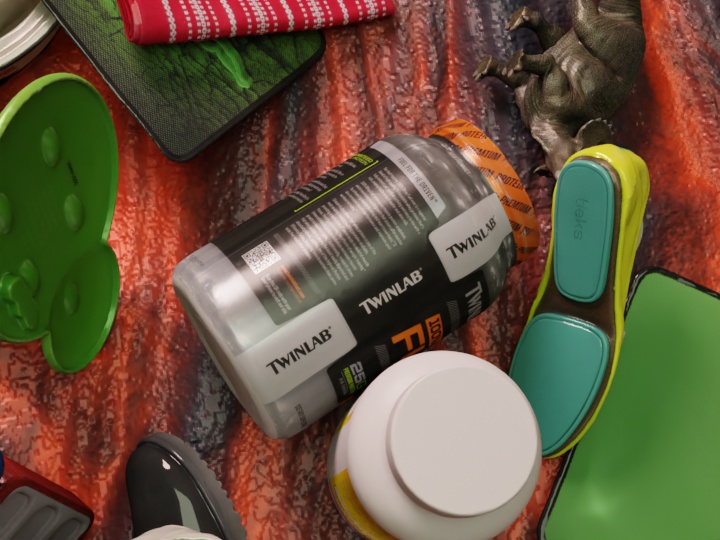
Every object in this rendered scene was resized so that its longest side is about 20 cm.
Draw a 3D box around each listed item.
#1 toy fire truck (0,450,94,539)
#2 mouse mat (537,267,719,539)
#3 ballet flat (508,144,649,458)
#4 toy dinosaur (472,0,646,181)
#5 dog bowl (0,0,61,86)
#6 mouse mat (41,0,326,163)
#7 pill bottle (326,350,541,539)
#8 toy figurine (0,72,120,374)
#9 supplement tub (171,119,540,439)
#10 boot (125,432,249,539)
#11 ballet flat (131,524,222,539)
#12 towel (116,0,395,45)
[{"bbox_3d":[-0.236,0.162,0.698,0.112,0.200,0.168,36,79,24],"label":"toy fire truck"},{"bbox_3d":[0.216,0.114,0.843,0.160,0.008,0.201,24,75,-1],"label":"mouse mat"},{"bbox_3d":[0.140,0.020,0.813,0.067,0.067,0.201,21,113,32],"label":"ballet flat"},{"bbox_3d":[0.143,-0.133,0.872,0.102,0.077,0.200,35,68,-19],"label":"toy dinosaur"},{"bbox_3d":[-0.267,-0.196,0.831,0.199,0.074,0.201,2,77,-7],"label":"dog bowl"},{"bbox_3d":[-0.123,-0.181,0.824,0.200,0.008,0.161,51,54,-8],"label":"mouse mat"},{"bbox_3d":[0.040,0.102,0.734,0.104,0.200,0.105,1,78,-6],"label":"pill bottle"},{"bbox_3d":[-0.251,-0.036,0.772,0.183,0.200,0.150,13,54,17],"label":"toy figurine"},{"bbox_3d":[0.000,0.000,0.792,0.200,0.123,0.123,-32,83,-11],"label":"supplement tub"},{"bbox_3d":[-0.147,0.198,0.720,0.200,0.066,0.165,-25,81,-38],"label":"boot"},{"bbox_3d":[-0.144,0.173,0.647,0.200,0.069,0.070,-20,79,-39],"label":"ballet flat"},{"bbox_3d":[-0.079,-0.216,0.841,0.199,0.022,0.145,-14,79,-35],"label":"towel"}]
